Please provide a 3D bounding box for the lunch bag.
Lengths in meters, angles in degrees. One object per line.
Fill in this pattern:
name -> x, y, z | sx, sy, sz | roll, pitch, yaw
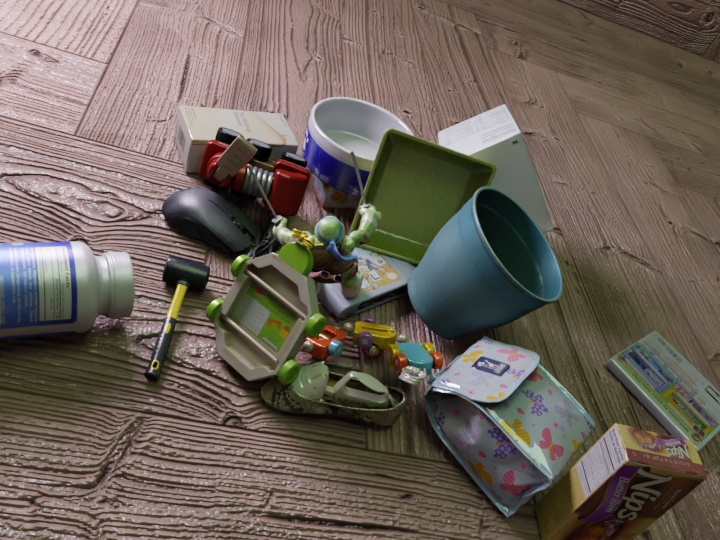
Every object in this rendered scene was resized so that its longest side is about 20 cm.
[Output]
lunch bag -> 0.199, 0.196, 0.936 | 0.200, 0.128, 0.168 | 47, 40, 17

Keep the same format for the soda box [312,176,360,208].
soda box -> 0.014, -0.160, 1.269 | 0.197, 0.069, 0.064 | -2, 46, -29

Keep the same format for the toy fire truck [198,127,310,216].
toy fire truck -> -0.164, -0.154, 1.067 | 0.173, 0.131, 0.201 | 19, 18, -13

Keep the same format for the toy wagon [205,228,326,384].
toy wagon -> -0.112, 0.043, 0.885 | 0.154, 0.202, 0.039 | 34, 8, 25

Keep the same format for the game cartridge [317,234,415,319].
game cartridge -> 0.000, 0.000, 1.118 | 0.198, 0.042, 0.134 | -19, 62, -41

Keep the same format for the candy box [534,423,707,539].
candy box -> 0.321, 0.282, 0.858 | 0.115, 0.202, 0.057 | 15, 40, -14

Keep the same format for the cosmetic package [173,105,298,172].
cosmetic package -> -0.223, -0.230, 1.215 | 0.197, 0.074, 0.104 | -4, 48, -31

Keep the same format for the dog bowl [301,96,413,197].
dog bowl -> -0.003, -0.221, 1.211 | 0.196, 0.080, 0.202 | 14, 39, -12

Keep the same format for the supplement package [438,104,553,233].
supplement package -> 0.243, -0.168, 1.250 | 0.201, 0.145, 0.194 | -81, 148, -64

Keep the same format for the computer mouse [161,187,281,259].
computer mouse -> -0.216, -0.082, 1.072 | 0.197, 0.053, 0.140 | 24, 40, -3

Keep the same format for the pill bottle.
pill bottle -> -0.383, 0.022, 0.822 | 0.197, 0.113, 0.113 | -3, 47, -32

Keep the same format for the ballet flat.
ballet flat -> -0.030, 0.156, 0.899 | 0.196, 0.076, 0.069 | 14, 44, -15

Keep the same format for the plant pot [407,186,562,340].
plant pot -> 0.181, 0.007, 1.067 | 0.198, 0.187, 0.203 | 29, 41, -28

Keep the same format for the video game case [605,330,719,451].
video game case -> 0.554, 0.210, 1.206 | 0.180, 0.022, 0.201 | -16, 57, -40

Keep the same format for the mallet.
mallet -> -0.262, 0.057, 0.913 | 0.065, 0.041, 0.202 | 22, 43, -7

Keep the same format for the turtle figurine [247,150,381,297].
turtle figurine -> -0.046, -0.055, 0.975 | 0.142, 0.195, 0.201 | -29, 64, -18

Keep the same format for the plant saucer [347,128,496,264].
plant saucer -> 0.097, -0.117, 1.132 | 0.196, 0.203, 0.048 | 16, 21, -12

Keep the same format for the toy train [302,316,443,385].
toy train -> 0.014, 0.124, 0.955 | 0.197, 0.057, 0.150 | 19, 23, 26
